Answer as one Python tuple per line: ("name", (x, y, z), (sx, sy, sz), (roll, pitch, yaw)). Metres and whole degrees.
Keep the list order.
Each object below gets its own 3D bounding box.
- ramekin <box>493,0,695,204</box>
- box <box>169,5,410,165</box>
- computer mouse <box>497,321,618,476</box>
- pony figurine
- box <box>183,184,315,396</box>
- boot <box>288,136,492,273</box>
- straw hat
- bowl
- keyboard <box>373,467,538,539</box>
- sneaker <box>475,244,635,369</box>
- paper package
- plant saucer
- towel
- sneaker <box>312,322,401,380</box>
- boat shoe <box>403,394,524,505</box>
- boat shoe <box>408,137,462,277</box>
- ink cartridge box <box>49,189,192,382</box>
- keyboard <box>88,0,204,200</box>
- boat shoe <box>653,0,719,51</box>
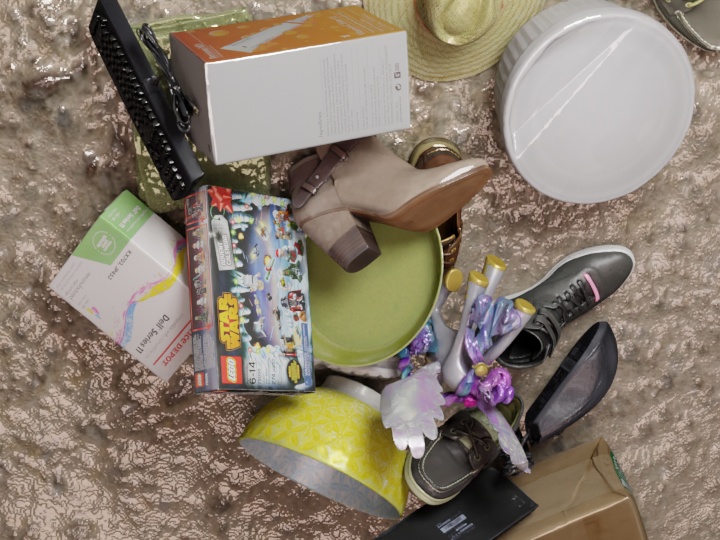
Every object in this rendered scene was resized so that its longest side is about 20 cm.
("ramekin", (0.224, -0.176, 1.310), (0.200, 0.095, 0.205), (-6, 122, -10))
("box", (-0.067, -0.180, 1.248), (0.198, 0.124, 0.099), (-13, 116, -20))
("computer mouse", (0.228, 0.148, 1.463), (0.052, 0.139, 0.201), (36, 97, 0))
("pony figurine", (0.102, 0.102, 1.342), (0.165, 0.193, 0.202), (18, 110, -21))
("box", (-0.109, 0.023, 1.318), (0.136, 0.040, 0.203), (6, 75, -47))
("boot", (0.018, -0.097, 1.317), (0.199, 0.147, 0.070), (-32, 150, 9))
("straw hat", (0.098, -0.266, 1.274), (0.198, 0.085, 0.204), (-2, 115, -4))
("bowl", (-0.023, 0.181, 1.440), (0.199, 0.200, 0.109), (32, 71, -18))
("keyboard", (0.114, 0.290, 1.393), (0.199, 0.127, 0.021), (-26, 141, -34))
("sneaker", (0.216, 0.046, 1.422), (0.198, 0.099, 0.071), (-27, 113, 6))
("paper package", (0.238, 0.321, 1.530), (0.189, 0.104, 0.201), (-23, 127, 4))
("plant saucer", (0.000, 0.000, 1.362), (0.198, 0.031, 0.203), (-4, 80, 27))
("towel", (-0.163, -0.159, 1.327), (0.146, 0.037, 0.202), (-7, 114, -3))
("sneaker", (-0.050, 0.068, 1.437), (0.197, 0.075, 0.083), (9, 81, -5))
("boat shoe", (0.116, 0.183, 1.428), (0.072, 0.200, 0.066), (48, 126, 9))
("boat shoe", (0.072, -0.035, 1.388), (0.071, 0.068, 0.202), (3, 115, -7))
("ink cartridge box", (-0.206, 0.030, 1.357), (0.199, 0.067, 0.117), (39, 121, -6))
("keyboard", (-0.201, -0.169, 1.238), (0.020, 0.127, 0.202), (-24, 82, -32))
("boat shoe", (0.318, -0.294, 1.295), (0.072, 0.060, 0.202), (-32, 113, 10))
